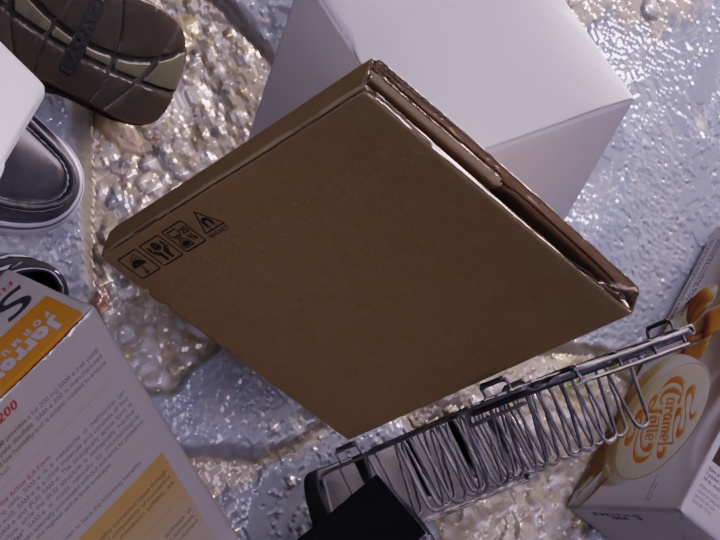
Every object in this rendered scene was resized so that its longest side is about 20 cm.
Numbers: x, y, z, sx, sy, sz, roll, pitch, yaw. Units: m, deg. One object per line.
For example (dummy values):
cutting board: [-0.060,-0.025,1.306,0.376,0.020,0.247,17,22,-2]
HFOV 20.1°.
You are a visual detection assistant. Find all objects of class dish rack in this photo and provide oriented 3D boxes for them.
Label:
dish rack: [0.075,0.083,1.018,0.153,0.200,0.055,-17,82,-44]

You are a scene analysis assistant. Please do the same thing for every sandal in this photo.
sandal: [-0.156,-0.132,0.978,0.200,0.054,0.082,29,86,-55]

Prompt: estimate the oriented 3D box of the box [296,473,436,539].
box: [0.020,0.221,0.969,0.141,0.079,0.200,-37,115,-2]

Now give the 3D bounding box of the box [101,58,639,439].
box: [0.000,0.000,0.915,0.163,0.200,0.021,38,49,-22]

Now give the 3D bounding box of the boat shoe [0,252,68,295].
boat shoe: [-0.215,0.059,0.948,0.200,0.066,0.070,-36,102,-25]

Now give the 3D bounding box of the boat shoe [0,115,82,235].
boat shoe: [-0.212,-0.080,0.953,0.200,0.066,0.070,35,72,-21]

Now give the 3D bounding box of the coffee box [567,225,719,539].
coffee box: [0.217,0.071,1.151,0.080,0.114,0.201,38,71,-20]

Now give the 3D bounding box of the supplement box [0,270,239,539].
supplement box: [-0.143,0.117,0.941,0.126,0.073,0.201,-45,130,-23]

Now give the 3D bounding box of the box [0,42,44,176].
box: [-0.256,-0.021,0.817,0.131,0.200,0.199,45,25,-17]

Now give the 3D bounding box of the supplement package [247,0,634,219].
supplement package: [0.026,-0.052,0.993,0.119,0.200,0.122,-19,65,-27]
